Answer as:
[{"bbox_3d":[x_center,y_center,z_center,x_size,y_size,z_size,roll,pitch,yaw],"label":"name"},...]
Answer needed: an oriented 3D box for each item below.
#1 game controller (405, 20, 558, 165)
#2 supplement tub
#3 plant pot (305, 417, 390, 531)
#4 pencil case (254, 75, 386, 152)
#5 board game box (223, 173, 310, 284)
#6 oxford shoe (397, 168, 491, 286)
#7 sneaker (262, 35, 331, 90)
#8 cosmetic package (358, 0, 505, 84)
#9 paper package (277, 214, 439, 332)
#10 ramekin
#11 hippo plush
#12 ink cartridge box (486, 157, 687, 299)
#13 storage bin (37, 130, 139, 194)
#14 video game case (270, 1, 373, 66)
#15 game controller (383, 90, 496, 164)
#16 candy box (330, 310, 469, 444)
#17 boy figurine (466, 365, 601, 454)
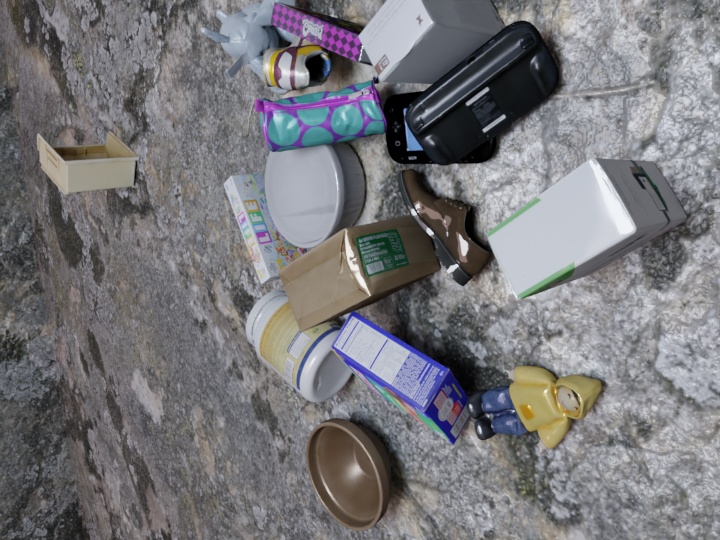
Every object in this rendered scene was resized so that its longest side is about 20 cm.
[{"bbox_3d":[0.156,-0.224,0.722,0.197,0.104,0.043,-32,33,24],"label":"game controller"},{"bbox_3d":[-0.114,0.138,1.054,0.198,0.142,0.149,32,120,33],"label":"supplement tub"},{"bbox_3d":[-0.007,0.370,1.043,0.197,0.091,0.208,12,107,42],"label":"plant pot"},{"bbox_3d":[-0.059,-0.242,0.861,0.093,0.193,0.088,77,-177,-69],"label":"pencil case"},{"bbox_3d":[-0.168,-0.087,1.060,0.034,0.132,0.205,-29,81,42],"label":"board game box"},{"bbox_3d":[0.129,-0.084,0.836,0.084,0.072,0.202,-41,73,23],"label":"oxford shoe"},{"bbox_3d":[-0.077,-0.338,0.895,0.087,0.202,0.077,15,132,16],"label":"sneaker"},{"bbox_3d":[0.100,-0.301,0.711,0.101,0.197,0.076,-36,77,40],"label":"cosmetic package"},{"bbox_3d":[0.000,0.000,0.878,0.189,0.197,0.106,-29,81,41],"label":"paper package"},{"bbox_3d":[-0.077,-0.148,0.987,0.198,0.093,0.210,11,107,41],"label":"ramekin"},{"bbox_3d":[-0.186,-0.404,1.000,0.160,0.198,0.162,31,154,54],"label":"hippo plush"},{"bbox_3d":[0.258,-0.049,0.623,0.145,0.197,0.086,-38,72,40],"label":"ink cartridge box"},{"bbox_3d":[-0.747,-0.303,1.513,0.197,0.197,0.096,37,125,30],"label":"storage bin"},{"bbox_3d":[-0.006,-0.339,0.813,0.198,0.178,0.037,36,121,33],"label":"video game case"},{"bbox_3d":[0.115,-0.214,0.826,0.196,0.041,0.108,9,106,42],"label":"game controller"},{"bbox_3d":[0.066,0.171,0.878,0.197,0.170,0.078,28,74,37],"label":"candy box"},{"bbox_3d":[0.249,0.196,0.782,0.198,0.063,0.128,-25,80,47],"label":"boy figurine"}]
